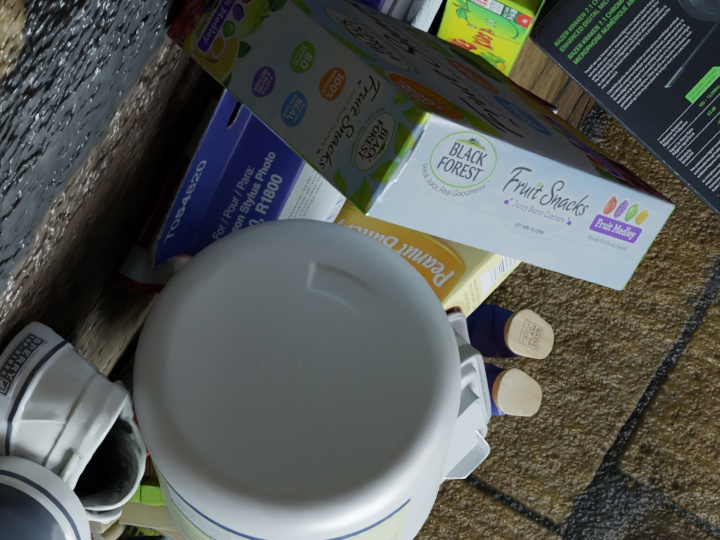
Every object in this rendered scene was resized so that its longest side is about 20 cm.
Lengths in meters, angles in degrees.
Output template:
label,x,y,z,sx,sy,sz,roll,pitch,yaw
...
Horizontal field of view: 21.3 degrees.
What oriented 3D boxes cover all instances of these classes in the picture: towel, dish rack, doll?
label,x,y,z,sx,sy,sz,roll,pitch,yaw
towel,-0.055,-0.076,0.975,0.201,0.023,0.144,-61,172,2
dish rack,0.007,0.125,1.089,0.200,0.044,0.172,-44,161,-10
doll,0.047,0.050,1.332,0.048,0.199,0.137,18,82,-40

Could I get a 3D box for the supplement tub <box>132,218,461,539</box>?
label,x,y,z,sx,sy,sz,roll,pitch,yaw
supplement tub,-0.029,0.073,0.909,0.145,0.144,0.200,-58,171,-17

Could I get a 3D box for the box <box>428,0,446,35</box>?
label,x,y,z,sx,sy,sz,roll,pitch,yaw
box,-0.001,-0.089,1.201,0.201,0.043,0.160,-65,172,27

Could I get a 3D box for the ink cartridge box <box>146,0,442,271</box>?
label,x,y,z,sx,sy,sz,roll,pitch,yaw
ink cartridge box,-0.016,-0.094,0.934,0.200,0.040,0.200,-63,171,19

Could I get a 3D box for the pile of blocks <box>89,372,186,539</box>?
label,x,y,z,sx,sy,sz,roll,pitch,yaw
pile of blocks,-0.134,0.149,1.044,0.201,0.082,0.062,-63,172,18

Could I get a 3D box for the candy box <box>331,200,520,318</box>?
label,x,y,z,sx,sy,sz,roll,pitch,yaw
candy box,0.000,0.000,1.073,0.200,0.115,0.055,-45,161,-9

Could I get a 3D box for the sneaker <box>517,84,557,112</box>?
label,x,y,z,sx,sy,sz,roll,pitch,yaw
sneaker,0.067,-0.089,1.296,0.087,0.080,0.200,-65,-166,-4

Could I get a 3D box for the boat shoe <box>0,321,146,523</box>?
label,x,y,z,sx,sy,sz,roll,pitch,yaw
boat shoe,-0.131,0.087,0.890,0.072,0.065,0.200,-57,171,-27

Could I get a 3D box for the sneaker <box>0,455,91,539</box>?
label,x,y,z,sx,sy,sz,roll,pitch,yaw
sneaker,-0.179,0.174,0.851,0.201,0.078,0.080,-64,178,34

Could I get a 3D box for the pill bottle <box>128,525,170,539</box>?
label,x,y,z,sx,sy,sz,roll,pitch,yaw
pill bottle,-0.116,0.177,1.152,0.201,0.112,0.112,-63,172,15

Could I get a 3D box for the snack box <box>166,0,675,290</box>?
label,x,y,z,sx,sy,sz,roll,pitch,yaw
snack box,0.031,-0.063,0.827,0.200,0.142,0.053,14,112,-51

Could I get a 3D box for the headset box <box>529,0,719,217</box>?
label,x,y,z,sx,sy,sz,roll,pitch,yaw
headset box,0.182,-0.106,0.985,0.093,0.200,0.174,-47,-178,16

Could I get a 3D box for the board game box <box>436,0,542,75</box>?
label,x,y,z,sx,sy,sz,roll,pitch,yaw
board game box,0.085,-0.168,1.066,0.102,0.047,0.200,-64,178,-9
